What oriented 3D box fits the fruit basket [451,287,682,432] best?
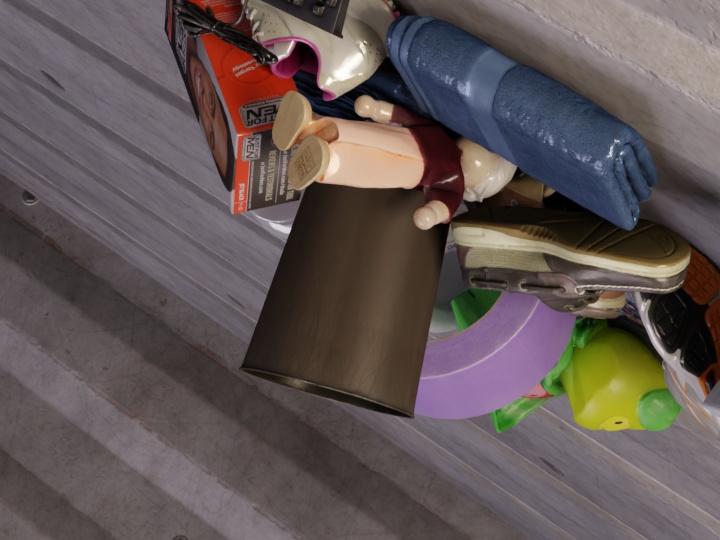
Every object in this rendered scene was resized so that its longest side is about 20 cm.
[{"bbox_3d":[0.191,0.094,1.730,0.216,0.155,0.216,54,175,6],"label":"fruit basket"}]

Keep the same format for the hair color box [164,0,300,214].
[{"bbox_3d":[-0.100,-0.157,1.468,0.102,0.061,0.201,99,153,-54],"label":"hair color box"}]

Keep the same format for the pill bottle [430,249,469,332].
[{"bbox_3d":[0.034,-0.014,1.829,0.112,0.113,0.199,44,168,-33],"label":"pill bottle"}]

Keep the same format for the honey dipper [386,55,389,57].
[{"bbox_3d":[-0.017,-0.189,1.473,0.199,0.038,0.038,22,162,42],"label":"honey dipper"}]

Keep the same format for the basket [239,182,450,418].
[{"bbox_3d":[0.000,0.000,1.456,0.135,0.202,0.180,18,174,-21],"label":"basket"}]

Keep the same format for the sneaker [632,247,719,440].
[{"bbox_3d":[0.254,0.064,1.439,0.201,0.076,0.092,57,160,-13],"label":"sneaker"}]

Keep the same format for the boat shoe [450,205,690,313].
[{"bbox_3d":[0.150,-0.003,1.335,0.200,0.072,0.067,11,117,41],"label":"boat shoe"}]

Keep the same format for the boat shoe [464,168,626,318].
[{"bbox_3d":[0.150,-0.043,1.438,0.075,0.074,0.200,-3,-146,-32],"label":"boat shoe"}]

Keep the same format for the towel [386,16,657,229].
[{"bbox_3d":[0.112,-0.109,1.285,0.199,0.049,0.112,34,171,28],"label":"towel"}]

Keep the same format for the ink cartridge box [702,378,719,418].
[{"bbox_3d":[0.343,0.140,1.293,0.199,0.041,0.200,34,-179,-1],"label":"ink cartridge box"}]

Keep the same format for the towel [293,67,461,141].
[{"bbox_3d":[-0.003,-0.141,1.522,0.111,0.049,0.199,23,-179,-41],"label":"towel"}]

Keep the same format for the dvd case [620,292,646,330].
[{"bbox_3d":[0.275,0.042,1.523,0.199,0.018,0.143,30,168,34],"label":"dvd case"}]

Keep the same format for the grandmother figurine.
[{"bbox_3d":[0.035,-0.082,1.361,0.199,0.122,0.060,1,152,-39],"label":"grandmother figurine"}]

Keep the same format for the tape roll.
[{"bbox_3d":[0.077,0.017,1.571,0.199,0.201,0.085,30,167,34],"label":"tape roll"}]

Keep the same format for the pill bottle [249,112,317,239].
[{"bbox_3d":[-0.039,-0.080,1.632,0.110,0.111,0.200,35,-170,14],"label":"pill bottle"}]

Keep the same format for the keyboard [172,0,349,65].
[{"bbox_3d":[-0.084,-0.215,1.366,0.199,0.128,0.020,30,-154,37],"label":"keyboard"}]

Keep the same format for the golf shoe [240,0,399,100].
[{"bbox_3d":[-0.063,-0.202,1.399,0.199,0.092,0.075,34,171,25],"label":"golf shoe"}]
